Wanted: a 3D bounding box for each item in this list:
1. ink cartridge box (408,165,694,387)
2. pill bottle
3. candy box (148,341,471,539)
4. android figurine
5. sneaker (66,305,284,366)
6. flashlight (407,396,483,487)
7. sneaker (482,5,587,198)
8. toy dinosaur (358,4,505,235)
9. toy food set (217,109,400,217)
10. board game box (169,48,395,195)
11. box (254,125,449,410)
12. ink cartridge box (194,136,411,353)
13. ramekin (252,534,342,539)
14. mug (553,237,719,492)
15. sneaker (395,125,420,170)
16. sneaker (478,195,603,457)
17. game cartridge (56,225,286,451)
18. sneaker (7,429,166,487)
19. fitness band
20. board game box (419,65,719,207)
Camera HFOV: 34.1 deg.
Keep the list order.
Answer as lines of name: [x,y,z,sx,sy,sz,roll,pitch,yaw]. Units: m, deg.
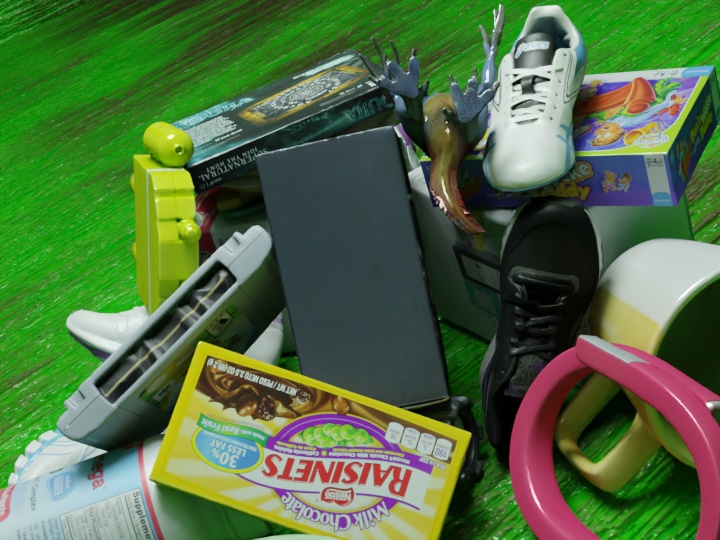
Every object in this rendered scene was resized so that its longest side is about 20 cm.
ink cartridge box: [0.158,-0.026,0.989,0.147,0.146,0.200,-32,31,-22]
pill bottle: [-0.171,0.185,0.853,0.199,0.109,0.109,-20,27,-2]
candy box: [-0.033,0.128,0.801,0.199,0.103,0.026,18,-11,4]
android figurine: [-0.158,-0.027,0.956,0.041,0.183,0.200,-3,12,-19]
sneaker: [-0.163,0.052,1.060,0.199,0.075,0.100,11,77,5]
flashlight: [-0.009,0.136,0.893,0.199,0.068,0.068,-9,67,24]
sneaker: [0.125,-0.124,0.857,0.072,0.073,0.200,-6,38,21]
toy dinosaur: [0.047,-0.108,0.866,0.105,0.201,0.182,5,-11,5]
toy food set: [-0.055,-0.119,1.090,0.197,0.049,0.200,-12,28,13]
board game box: [-0.071,-0.137,1.047,0.199,0.028,0.135,-24,27,-8]
box: [0.000,0.000,0.907,0.104,0.201,0.182,-12,4,5]
ink cartridge box: [-0.046,-0.021,1.114,0.199,0.146,0.145,-9,28,21]
ramekin: [-0.053,0.254,0.660,0.199,0.098,0.200,-15,28,8]
mug: [0.219,0.050,0.825,0.186,0.150,0.153,-16,18,-9]
sneaker: [0.021,-0.106,1.317,0.099,0.075,0.200,-30,22,8]
sneaker: [0.129,0.047,0.837,0.075,0.201,0.088,8,34,4]
game cartridge: [-0.129,0.058,0.881,0.200,0.040,0.133,-45,-11,-5]
sneaker: [-0.212,0.156,0.979,0.086,0.075,0.200,4,35,28]
fitness band: [0.161,0.124,0.727,0.037,0.144,0.200,5,16,-28]
board game box: [0.165,-0.103,0.918,0.199,0.045,0.135,1,36,33]
